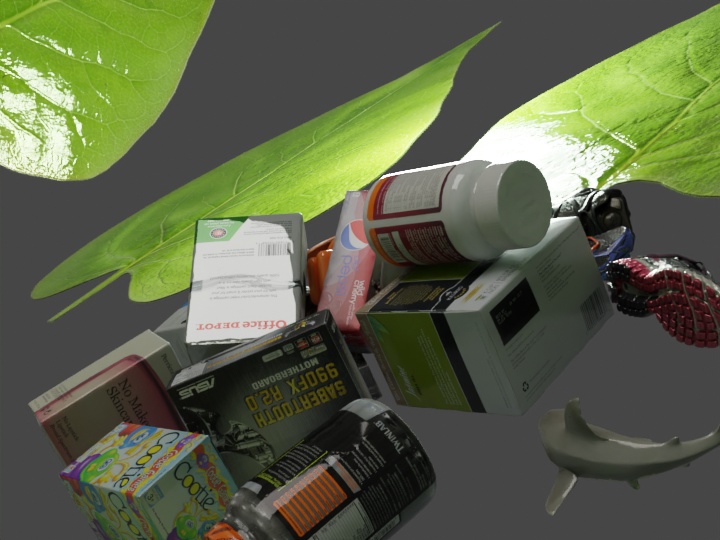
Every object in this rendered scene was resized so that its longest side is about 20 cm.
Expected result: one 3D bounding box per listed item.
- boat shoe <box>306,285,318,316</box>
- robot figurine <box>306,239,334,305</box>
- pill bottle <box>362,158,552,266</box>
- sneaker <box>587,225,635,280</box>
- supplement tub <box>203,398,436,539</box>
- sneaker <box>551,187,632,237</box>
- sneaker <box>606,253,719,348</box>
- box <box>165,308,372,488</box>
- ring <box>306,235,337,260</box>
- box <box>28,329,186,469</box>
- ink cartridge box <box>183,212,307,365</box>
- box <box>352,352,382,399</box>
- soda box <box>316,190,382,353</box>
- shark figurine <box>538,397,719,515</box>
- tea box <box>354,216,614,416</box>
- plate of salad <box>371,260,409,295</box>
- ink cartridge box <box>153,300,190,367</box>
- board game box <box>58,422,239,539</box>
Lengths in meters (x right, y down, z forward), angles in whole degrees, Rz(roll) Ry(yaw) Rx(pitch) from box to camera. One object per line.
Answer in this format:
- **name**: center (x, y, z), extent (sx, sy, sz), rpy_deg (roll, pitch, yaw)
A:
- **boat shoe**: center (-0.117, 0.072, 1.337), extent (0.071, 0.072, 0.200), rpy_deg (-6, 28, 37)
- **robot figurine**: center (0.026, 0.005, 1.369), extent (0.198, 0.145, 0.117), rpy_deg (-3, 40, -24)
- **pill bottle**: center (0.103, -0.063, 1.081), extent (0.199, 0.110, 0.109), rpy_deg (-4, 28, 49)
- **sneaker**: center (0.245, -0.013, 1.236), extent (0.199, 0.079, 0.075), rpy_deg (-22, 19, 12)
- **supplement tub**: center (-0.037, 0.219, 0.904), extent (0.199, 0.123, 0.122), rpy_deg (-34, 20, -26)
- **sneaker**: center (0.280, -0.055, 1.309), extent (0.199, 0.077, 0.114), rpy_deg (-28, 11, -24)
- **sneaker**: center (0.337, 0.018, 1.031), extent (0.074, 0.081, 0.200), rpy_deg (-17, 20, -14)
- **box**: center (-0.093, 0.153, 1.105), extent (0.199, 0.159, 0.048), rpy_deg (-22, 17, 10)
- **ring**: center (-0.034, -0.001, 1.459), extent (0.199, 0.019, 0.201), rpy_deg (-20, -28, -11)
- **box**: center (-0.334, 0.193, 1.367), extent (0.199, 0.129, 0.109), rpy_deg (-33, 20, -20)
- **ink cartridge box**: center (-0.143, 0.031, 1.271), extent (0.145, 0.083, 0.201), rpy_deg (-2, 53, 2)
- **box**: center (-0.068, 0.141, 1.278), extent (0.157, 0.050, 0.200), rpy_deg (-27, 18, -3)
- **soda box**: center (0.000, 0.000, 1.239), extent (0.063, 0.070, 0.201), rpy_deg (2, 62, 21)
- **shark figurine**: center (0.221, 0.138, 0.844), extent (0.213, 0.090, 0.128), rpy_deg (-12, 24, 42)
- **tea box**: center (0.140, 0.049, 1.118), extent (0.196, 0.134, 0.200), rpy_deg (-2, 29, 49)
- **plate of salad**: center (0.073, -0.001, 1.241), extent (0.048, 0.201, 0.200), rpy_deg (9, 35, 34)
- **ink cartridge box**: center (-0.205, 0.082, 1.571), extent (0.199, 0.085, 0.145), rpy_deg (-11, 23, 37)
- **board game box**: center (-0.236, 0.250, 1.116), extent (0.199, 0.105, 0.103), rpy_deg (-5, 28, 50)
